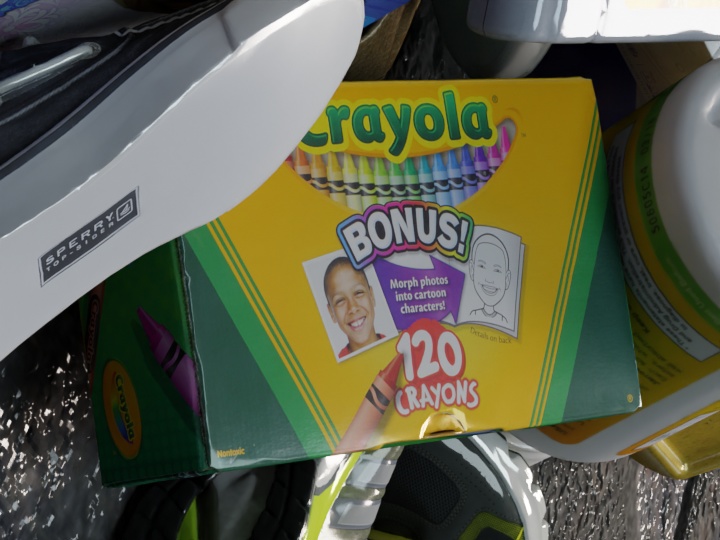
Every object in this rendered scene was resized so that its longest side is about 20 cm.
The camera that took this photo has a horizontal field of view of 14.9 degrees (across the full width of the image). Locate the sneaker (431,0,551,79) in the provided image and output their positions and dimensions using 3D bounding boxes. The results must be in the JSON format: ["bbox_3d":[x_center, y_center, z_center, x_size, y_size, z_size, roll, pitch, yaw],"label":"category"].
[{"bbox_3d":[0.029,-0.162,1.014,0.080,0.070,0.201,-25,117,-40],"label":"sneaker"}]

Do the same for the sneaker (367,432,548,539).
[{"bbox_3d":[0.030,0.134,1.071,0.085,0.074,0.201,-48,134,-37],"label":"sneaker"}]

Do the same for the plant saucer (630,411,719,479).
[{"bbox_3d":[0.176,0.027,1.190,0.200,0.199,0.049,45,28,-56],"label":"plant saucer"}]

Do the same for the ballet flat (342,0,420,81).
[{"bbox_3d":[0.015,-0.149,0.928,0.201,0.068,0.072,-62,171,11],"label":"ballet flat"}]

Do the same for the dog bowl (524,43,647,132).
[{"bbox_3d":[0.147,-0.095,1.230,0.200,0.078,0.201,-25,119,-58],"label":"dog bowl"}]

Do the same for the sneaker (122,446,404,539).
[{"bbox_3d":[-0.020,0.070,0.980,0.200,0.074,0.081,-53,151,-34],"label":"sneaker"}]

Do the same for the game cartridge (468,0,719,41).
[{"bbox_3d":[0.113,-0.148,0.958,0.200,0.041,0.134,-8,116,-51],"label":"game cartridge"}]

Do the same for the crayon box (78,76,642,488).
[{"bbox_3d":[0.000,0.000,0.904,0.199,0.058,0.119,-5,85,-43],"label":"crayon box"}]

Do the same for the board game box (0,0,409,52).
[{"bbox_3d":[-0.017,-0.118,0.793,0.199,0.199,0.041,6,59,-62],"label":"board game box"}]

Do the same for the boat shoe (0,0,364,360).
[{"bbox_3d":[-0.084,-0.036,0.778,0.200,0.068,0.072,-39,154,-27],"label":"boat shoe"}]

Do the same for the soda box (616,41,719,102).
[{"bbox_3d":[0.119,-0.145,1.079,0.068,0.063,0.201,-35,106,-22],"label":"soda box"}]

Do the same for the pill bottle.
[{"bbox_3d":[0.102,0.007,1.034,0.111,0.200,0.112,14,62,-29],"label":"pill bottle"}]
